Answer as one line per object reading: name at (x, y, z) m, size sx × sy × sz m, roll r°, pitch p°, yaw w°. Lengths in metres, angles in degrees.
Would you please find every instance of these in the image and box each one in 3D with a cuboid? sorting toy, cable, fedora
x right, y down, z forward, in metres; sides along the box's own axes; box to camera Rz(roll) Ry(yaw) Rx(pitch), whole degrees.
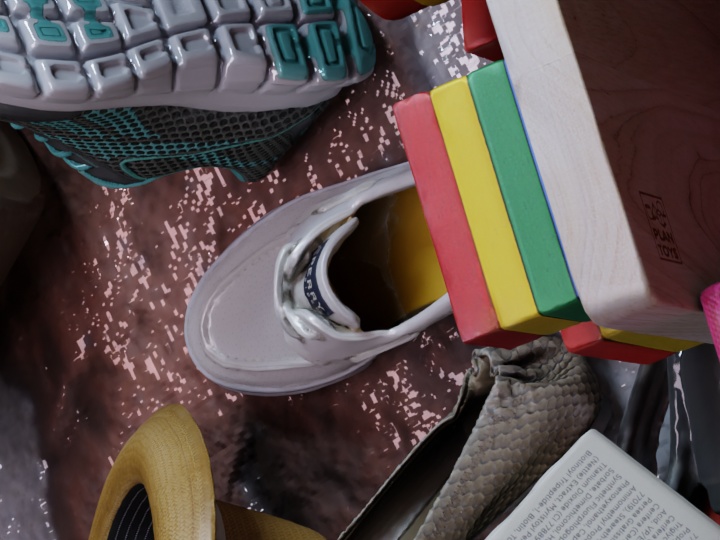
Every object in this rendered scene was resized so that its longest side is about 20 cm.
sorting toy at (0.058, -0.067, 0.729) m, size 0.070 × 0.200 × 0.199 m, roll -22°, pitch 77°, yaw 23°
cable at (0.122, 0.015, 0.840) m, size 0.097 × 0.050 × 0.200 m, roll -19°, pitch 73°, yaw 52°
fedora at (-0.057, 0.152, 0.935) m, size 0.201 × 0.082 × 0.201 m, roll -173°, pitch 90°, yaw -72°

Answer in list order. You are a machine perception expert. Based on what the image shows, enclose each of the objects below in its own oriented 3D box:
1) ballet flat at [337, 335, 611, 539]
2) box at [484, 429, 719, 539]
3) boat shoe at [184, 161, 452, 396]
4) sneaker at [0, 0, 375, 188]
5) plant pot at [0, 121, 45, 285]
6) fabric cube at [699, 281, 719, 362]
ballet flat at (0.008, 0.093, 0.840) m, size 0.046 × 0.200 × 0.067 m, roll 54°, pitch 160°, yaw -24°
box at (0.122, 0.147, 0.789) m, size 0.200 × 0.082 × 0.068 m, roll 39°, pitch 154°, yaw 15°
boat shoe at (0.000, 0.000, 0.897) m, size 0.200 × 0.070 × 0.071 m, roll -19°, pitch 85°, yaw 37°
sneaker at (-0.095, -0.063, 0.891) m, size 0.091 × 0.200 × 0.078 m, roll -57°, pitch 40°, yaw 42°
plant pot at (-0.225, -0.008, 1.013) m, size 0.175 × 0.200 × 0.200 m, roll -43°, pitch 70°, yaw 13°
fabric cube at (0.243, 0.056, 0.644) m, size 0.199 × 0.196 × 0.200 m, roll -22°, pitch 83°, yaw 35°
